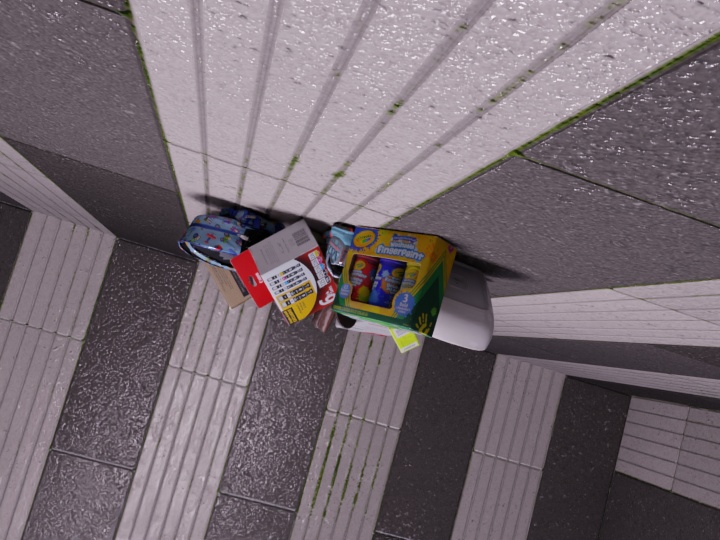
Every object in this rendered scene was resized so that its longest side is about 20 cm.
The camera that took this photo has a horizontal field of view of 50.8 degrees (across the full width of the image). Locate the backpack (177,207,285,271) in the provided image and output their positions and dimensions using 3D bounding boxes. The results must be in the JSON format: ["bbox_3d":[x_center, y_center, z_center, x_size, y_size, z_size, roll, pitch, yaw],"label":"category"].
[{"bbox_3d":[-0.287,-0.069,1.652,0.198,0.136,0.182,19,173,-26],"label":"backpack"}]

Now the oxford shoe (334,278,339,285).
[{"bbox_3d":[-0.014,0.050,1.757,0.199,0.072,0.073,26,-139,36],"label":"oxford shoe"}]

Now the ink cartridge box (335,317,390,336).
[{"bbox_3d":[0.044,0.111,1.924,0.144,0.084,0.199,14,167,-23],"label":"ink cartridge box"}]

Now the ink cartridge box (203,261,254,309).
[{"bbox_3d":[-0.328,-0.018,1.852,0.166,0.074,0.200,63,176,-19],"label":"ink cartridge box"}]

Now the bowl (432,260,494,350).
[{"bbox_3d":[0.172,0.046,1.458,0.198,0.075,0.201,20,-144,-13],"label":"bowl"}]

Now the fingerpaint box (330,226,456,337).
[{"bbox_3d":[0.057,0.016,1.379,0.198,0.169,0.073,11,170,43],"label":"fingerpaint box"}]

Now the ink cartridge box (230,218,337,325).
[{"bbox_3d":[-0.152,0.018,1.575,0.084,0.174,0.201,59,175,36],"label":"ink cartridge box"}]

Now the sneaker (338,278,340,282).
[{"bbox_3d":[0.000,0.000,1.661,0.076,0.086,0.200,20,-179,-2],"label":"sneaker"}]

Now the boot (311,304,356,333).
[{"bbox_3d":[-0.072,0.115,1.932,0.063,0.188,0.201,11,140,-20],"label":"boot"}]

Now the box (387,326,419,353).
[{"bbox_3d":[0.053,0.052,1.523,0.047,0.202,0.122,-25,148,2],"label":"box"}]

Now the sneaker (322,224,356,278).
[{"bbox_3d":[-0.048,-0.034,1.532,0.078,0.097,0.200,17,173,-2],"label":"sneaker"}]

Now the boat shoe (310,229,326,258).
[{"bbox_3d":[-0.082,-0.041,1.683,0.073,0.064,0.200,10,172,41],"label":"boat shoe"}]
